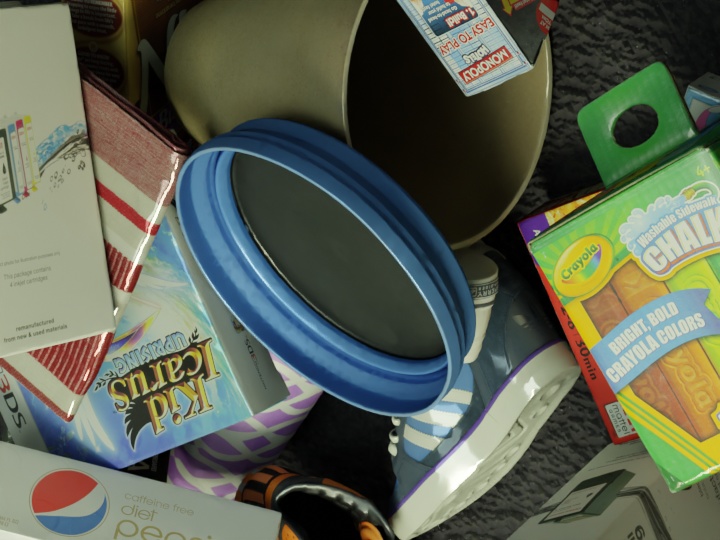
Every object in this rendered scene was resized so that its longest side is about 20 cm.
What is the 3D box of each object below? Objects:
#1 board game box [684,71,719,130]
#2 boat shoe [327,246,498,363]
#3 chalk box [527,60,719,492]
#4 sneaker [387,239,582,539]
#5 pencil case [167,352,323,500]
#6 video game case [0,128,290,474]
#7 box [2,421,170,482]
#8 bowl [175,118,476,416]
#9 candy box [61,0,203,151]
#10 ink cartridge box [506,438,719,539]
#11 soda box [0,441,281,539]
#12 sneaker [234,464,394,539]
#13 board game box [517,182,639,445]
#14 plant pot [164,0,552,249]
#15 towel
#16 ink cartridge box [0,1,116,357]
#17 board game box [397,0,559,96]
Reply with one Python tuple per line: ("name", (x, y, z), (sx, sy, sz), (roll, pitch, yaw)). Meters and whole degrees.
("board game box", (0.256, -0.009, 1.305), (0.199, 0.034, 0.135), (27, 119, 20))
("boat shoe", (0.000, 0.000, 1.431), (0.199, 0.072, 0.066), (22, 114, 32))
("chalk box", (0.184, -0.010, 1.251), (0.125, 0.124, 0.201), (-32, 91, 34))
("sneaker", (0.045, 0.063, 1.501), (0.147, 0.080, 0.200), (51, 131, 18))
("pencil case", (-0.071, 0.071, 1.563), (0.086, 0.084, 0.200), (55, 129, 31))
("video game case", (-0.162, 0.031, 1.479), (0.199, 0.045, 0.182), (-23, 93, 36))
("box", (-0.194, 0.153, 1.605), (0.160, 0.043, 0.201), (-17, 62, 49))
("bowl", (-0.018, -0.003, 1.340), (0.200, 0.039, 0.201), (32, 150, 21))
("candy box", (-0.136, -0.123, 1.508), (0.056, 0.117, 0.201), (10, 114, 28))
("ink cartridge box", (0.165, 0.198, 1.394), (0.084, 0.200, 0.147), (-16, 100, 34))
("soda box", (-0.155, 0.171, 1.479), (0.199, 0.068, 0.064), (14, 138, -3))
("sneaker", (0.002, 0.208, 1.529), (0.200, 0.078, 0.112), (43, 164, -15))
("board game box", (0.210, 0.003, 1.386), (0.199, 0.046, 0.152), (-22, 96, 35))
("plant pot", (-0.019, -0.116, 1.417), (0.199, 0.187, 0.189), (9, 113, 41))
("towel", (-0.187, -0.027, 1.434), (0.144, 0.023, 0.201), (38, 118, 24))
("ink cartridge box", (-0.255, -0.048, 1.375), (0.147, 0.144, 0.201), (-6, 95, 36))
("board game box", (0.067, -0.212, 1.308), (0.062, 0.200, 0.201), (-19, 98, 51))
